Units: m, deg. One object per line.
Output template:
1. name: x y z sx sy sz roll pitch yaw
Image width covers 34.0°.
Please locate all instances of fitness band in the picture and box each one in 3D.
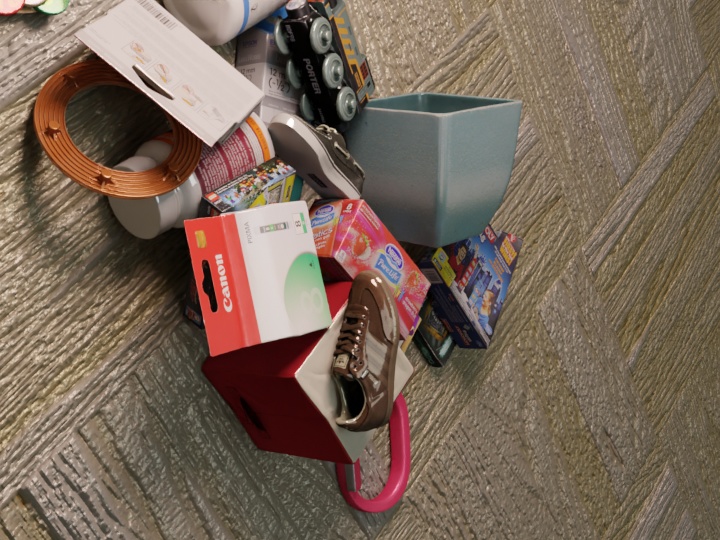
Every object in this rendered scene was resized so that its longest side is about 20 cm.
1. fitness band: 0.020 0.266 1.778 0.143 0.037 0.202 -7 96 -50

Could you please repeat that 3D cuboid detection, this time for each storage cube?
1. storage cube: -0.066 0.130 1.573 0.200 0.179 0.172 -52 126 -32

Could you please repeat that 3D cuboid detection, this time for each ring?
1. ring: -0.278 -0.170 1.369 0.199 0.019 0.202 13 53 -18

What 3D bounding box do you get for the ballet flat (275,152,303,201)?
1. ballet flat: -0.117 -0.088 1.592 0.068 0.067 0.202 -10 106 -50

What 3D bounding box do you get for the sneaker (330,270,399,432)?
1. sneaker: 0.002 0.102 1.464 0.075 0.070 0.202 -7 95 -46

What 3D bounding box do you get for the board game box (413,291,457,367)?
1. board game box: 0.139 0.039 1.910 0.201 0.028 0.136 -56 128 -32

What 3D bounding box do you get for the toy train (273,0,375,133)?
1. toy train: -0.045 -0.284 1.563 0.114 0.085 0.201 -58 140 -39

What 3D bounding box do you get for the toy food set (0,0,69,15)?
1. toy food set: -0.386 -0.382 1.313 0.200 0.048 0.199 51 55 -35

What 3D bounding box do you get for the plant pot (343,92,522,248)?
1. plant pot: 0.103 -0.145 1.708 0.195 0.195 0.202 -18 113 -46

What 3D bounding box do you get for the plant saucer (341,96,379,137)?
1. plant saucer: 0.008 -0.158 1.759 0.200 0.036 0.202 -2 92 -48

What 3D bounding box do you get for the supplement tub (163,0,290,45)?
1. supplement tub: -0.150 -0.387 1.514 0.200 0.131 0.133 -43 121 -38

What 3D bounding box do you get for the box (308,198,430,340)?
1. box: 0.000 0.000 1.619 0.200 0.095 0.100 50 56 -39

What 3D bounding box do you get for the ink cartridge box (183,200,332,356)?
1. ink cartridge box: -0.117 0.005 1.394 0.200 0.050 0.162 -13 91 -61

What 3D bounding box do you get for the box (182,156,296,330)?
1. box: -0.155 -0.034 1.497 0.136 0.038 0.201 -33 150 -42

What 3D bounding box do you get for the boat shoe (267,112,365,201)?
1. boat shoe: -0.055 -0.156 1.551 0.200 0.070 0.064 48 58 -50

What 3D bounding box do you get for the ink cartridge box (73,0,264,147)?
1. ink cartridge box: -0.228 -0.228 1.385 0.200 0.045 0.176 40 34 -5

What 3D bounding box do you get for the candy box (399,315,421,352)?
1. candy box: 0.001 0.058 1.737 0.200 0.056 0.117 50 56 -34

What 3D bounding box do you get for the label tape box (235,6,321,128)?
1. label tape box: -0.100 -0.270 1.618 0.143 0.066 0.202 10 85 -47

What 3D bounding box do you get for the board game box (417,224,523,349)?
1. board game box: 0.180 -0.015 1.889 0.201 0.061 0.200 56 51 -31

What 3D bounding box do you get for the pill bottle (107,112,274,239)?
1. pill bottle: -0.210 -0.123 1.461 0.200 0.114 0.115 -36 116 -42
